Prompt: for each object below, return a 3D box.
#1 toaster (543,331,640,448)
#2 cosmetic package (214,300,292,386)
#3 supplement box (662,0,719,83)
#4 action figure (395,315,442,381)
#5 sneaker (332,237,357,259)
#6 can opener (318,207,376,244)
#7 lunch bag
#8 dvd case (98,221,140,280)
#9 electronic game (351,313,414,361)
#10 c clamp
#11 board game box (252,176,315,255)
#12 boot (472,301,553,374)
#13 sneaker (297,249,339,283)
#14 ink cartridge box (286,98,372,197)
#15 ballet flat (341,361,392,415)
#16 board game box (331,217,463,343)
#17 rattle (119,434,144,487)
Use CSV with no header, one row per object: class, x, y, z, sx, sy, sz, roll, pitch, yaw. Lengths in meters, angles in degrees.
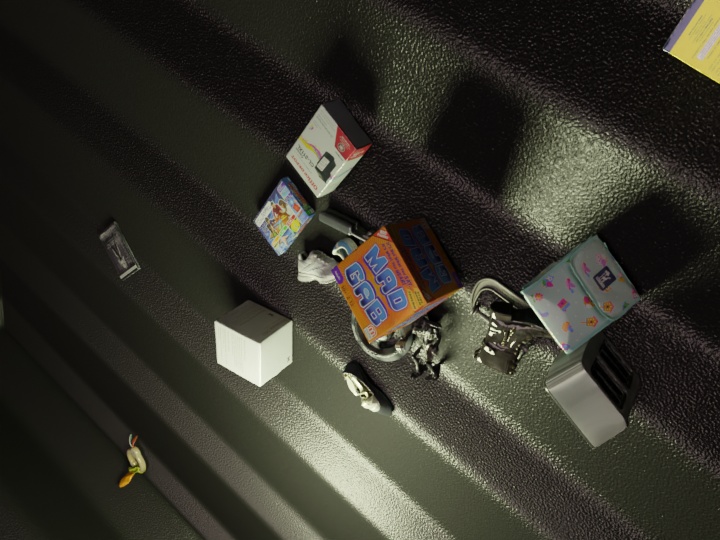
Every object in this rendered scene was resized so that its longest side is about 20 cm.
toaster,0.501,0.245,1.361,0.201,0.180,0.119,51,129,5
cosmetic package,-0.342,0.230,2.024,0.196,0.166,0.171,20,122,28
supplement box,0.618,-0.366,1.020,0.199,0.108,0.111,39,130,16
action figure,0.162,0.198,1.657,0.116,0.101,0.206,9,120,36
sneaker,0.000,0.000,1.701,0.201,0.072,0.072,48,155,14
can opener,-0.028,-0.102,1.695,0.197,0.053,0.069,27,125,27
lunch bag,0.466,0.047,1.328,0.198,0.122,0.172,-38,83,17
dvd case,-0.945,-0.074,2.457,0.147,0.016,0.204,-23,95,41
electronic game,0.060,0.158,1.756,0.195,0.041,0.206,11,112,27
c clamp,0.341,0.120,1.527,0.199,0.027,0.173,42,131,14
board game box,-0.226,-0.156,1.836,0.137,0.034,0.200,52,132,7
boot,0.373,0.173,1.485,0.195,0.069,0.179,17,124,21
sneaker,-0.113,-0.012,1.794,0.196,0.074,0.090,1,107,37
ink cartridge box,-0.083,-0.311,1.617,0.147,0.082,0.200,51,132,6
ballet flat,0.013,0.366,1.876,0.201,0.073,0.073,51,132,6
board game box,0.090,0.020,1.525,0.199,0.198,0.203,-37,78,34
rattle,-1.103,0.895,2.969,0.130,0.140,0.205,40,139,39
